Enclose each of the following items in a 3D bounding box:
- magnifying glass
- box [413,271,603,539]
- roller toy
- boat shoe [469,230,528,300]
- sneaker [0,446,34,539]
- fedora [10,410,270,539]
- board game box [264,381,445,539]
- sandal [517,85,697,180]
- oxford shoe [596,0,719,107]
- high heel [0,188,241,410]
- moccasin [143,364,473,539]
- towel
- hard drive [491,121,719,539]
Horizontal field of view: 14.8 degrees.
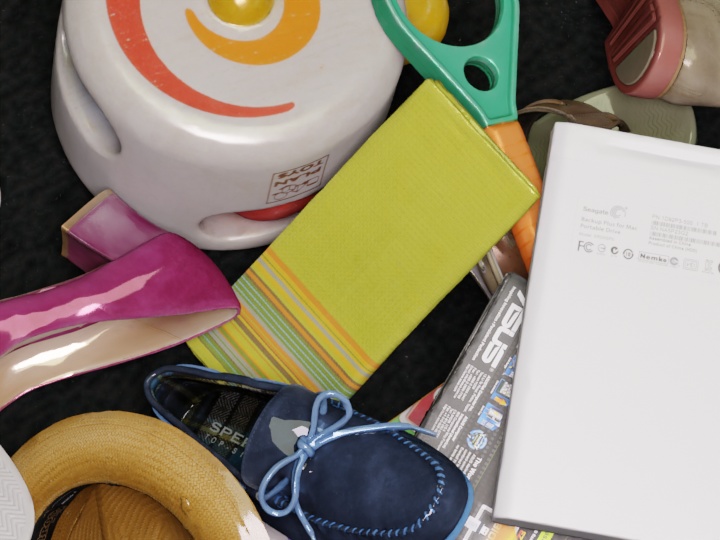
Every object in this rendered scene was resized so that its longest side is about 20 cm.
[{"bbox_3d":[0.063,-0.092,1.418,0.079,0.022,0.201,-12,75,-29],"label":"magnifying glass"},{"bbox_3d":[0.107,0.133,1.379,0.192,0.048,0.201,29,81,2],"label":"box"},{"bbox_3d":[-0.068,-0.115,1.465,0.199,0.140,0.183,24,64,1],"label":"roller toy"},{"bbox_3d":[0.109,0.020,1.452,0.075,0.068,0.200,-43,91,-4],"label":"boat shoe"},{"bbox_3d":[-0.247,0.106,1.345,0.200,0.116,0.074,36,41,16],"label":"sneaker"},{"bbox_3d":[-0.098,0.162,1.342,0.201,0.201,0.082,48,27,13],"label":"fedora"},{"bbox_3d":[0.022,0.132,1.430,0.200,0.030,0.096,-35,76,-20],"label":"board game box"},{"bbox_3d":[0.098,-0.056,1.512,0.200,0.057,0.080,-17,69,-17],"label":"sandal"},{"bbox_3d":[0.177,-0.164,1.569,0.074,0.071,0.201,17,48,-20],"label":"oxford shoe"},{"bbox_3d":[-0.155,0.053,1.407,0.096,0.067,0.200,38,63,15],"label":"high heel"},{"bbox_3d":[-0.036,0.095,1.357,0.199,0.068,0.081,10,64,41],"label":"moccasin"},{"bbox_3d":[0.000,0.000,1.418,0.086,0.200,0.018,47,21,9],"label":"towel"},{"bbox_3d":[0.144,0.035,1.363,0.131,0.026,0.201,10,77,-1],"label":"hard drive"}]
